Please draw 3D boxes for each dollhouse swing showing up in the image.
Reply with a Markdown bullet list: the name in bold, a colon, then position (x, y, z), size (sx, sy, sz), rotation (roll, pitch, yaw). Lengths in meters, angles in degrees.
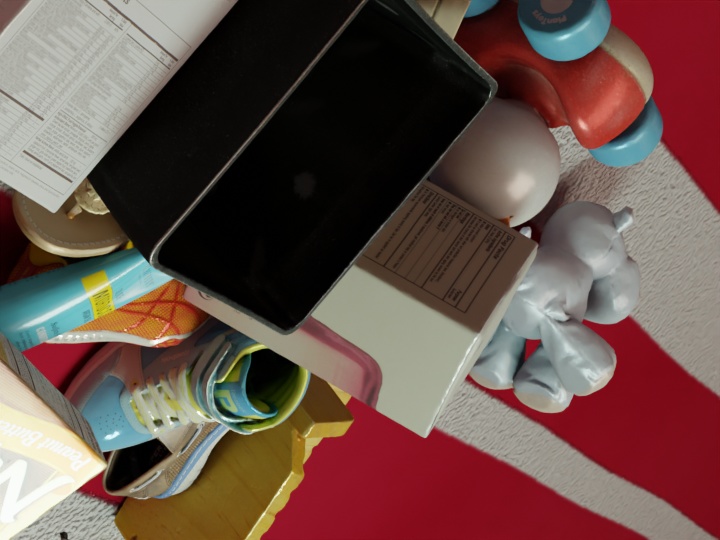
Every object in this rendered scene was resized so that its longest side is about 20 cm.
- **dollhouse swing**: position (-0.066, 0.173, 1.831), size (0.176, 0.182, 0.200), rotation (21, 110, -42)

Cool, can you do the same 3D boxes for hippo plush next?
- **hippo plush**: position (0.165, 0.011, 2.031), size (0.161, 0.159, 0.200), rotation (-49, 119, -41)

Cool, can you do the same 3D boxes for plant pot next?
- **plant pot**: position (-0.071, -0.109, 1.309), size (0.200, 0.177, 0.200), rotation (-49, 154, 4)

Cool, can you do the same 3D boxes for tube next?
- **tube**: position (-0.210, 0.026, 1.436), size (0.200, 0.050, 0.077), rotation (-21, 171, -9)

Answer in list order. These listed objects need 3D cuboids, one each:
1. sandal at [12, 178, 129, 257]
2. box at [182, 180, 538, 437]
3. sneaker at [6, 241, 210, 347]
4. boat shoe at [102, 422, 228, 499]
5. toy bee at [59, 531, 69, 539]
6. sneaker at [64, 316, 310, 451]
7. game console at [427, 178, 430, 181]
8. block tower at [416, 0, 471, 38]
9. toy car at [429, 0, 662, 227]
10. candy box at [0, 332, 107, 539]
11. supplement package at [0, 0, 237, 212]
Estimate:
- **sandal**: position (-0.138, -0.070, 1.450), size (0.070, 0.078, 0.212), rotation (-47, 166, 29)
- **box**: position (0.000, 0.000, 1.555), size (0.128, 0.200, 0.109), rotation (-52, 170, -51)
- **sneaker**: position (-0.156, 0.007, 1.543), size (0.200, 0.073, 0.077), rotation (-5, 133, -56)
- **boat shoe**: position (-0.138, 0.104, 1.713), size (0.072, 0.072, 0.200), rotation (-14, 139, -47)
- **toy bee**: position (-0.302, 0.164, 1.531), size (0.131, 0.109, 0.200), rotation (-44, 131, 11)
- **sneaker**: position (-0.124, 0.086, 1.602), size (0.200, 0.131, 0.080), rotation (-30, 112, 2)
- **game console**: position (-0.025, -0.056, 1.727), size (0.200, 0.118, 0.171), rotation (-47, -174, -1)
- **block tower**: position (0.063, -0.244, 1.426), size (0.058, 0.054, 0.200), rotation (117, -9, -61)
- **toy car**: position (0.094, -0.105, 1.628), size (0.200, 0.177, 0.184), rotation (-55, 147, -12)
- **candy box**: position (-0.261, 0.083, 1.382), size (0.115, 0.055, 0.200), rotation (-37, 126, 3)
- **supplement package**: position (-0.172, -0.167, 1.172), size (0.200, 0.152, 0.151), rotation (-49, 155, 2)
